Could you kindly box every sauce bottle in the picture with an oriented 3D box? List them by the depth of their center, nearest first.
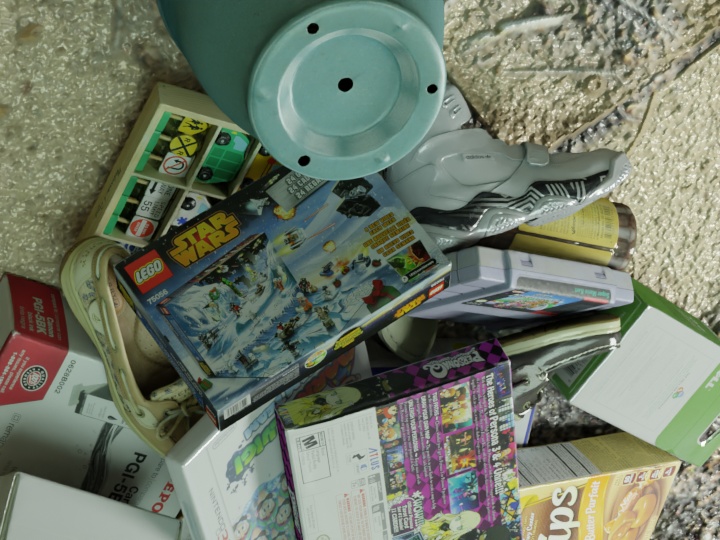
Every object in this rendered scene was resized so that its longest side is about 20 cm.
[{"bbox_3d":[0.118,-0.041,1.589,0.199,0.065,0.065,12,120,-23],"label":"sauce bottle"}]

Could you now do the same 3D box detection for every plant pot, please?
[{"bbox_3d":[-0.028,-0.163,1.383,0.198,0.188,0.201,-8,127,-11],"label":"plant pot"}]

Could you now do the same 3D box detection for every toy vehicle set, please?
[{"bbox_3d":[-0.131,-0.044,1.514,0.123,0.027,0.201,13,130,-24],"label":"toy vehicle set"}]

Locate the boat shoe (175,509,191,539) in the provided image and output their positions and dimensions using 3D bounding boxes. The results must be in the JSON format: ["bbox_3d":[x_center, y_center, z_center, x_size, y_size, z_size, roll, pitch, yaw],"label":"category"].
[{"bbox_3d":[-0.114,0.197,1.665,0.199,0.071,0.069,-33,115,21],"label":"boat shoe"}]

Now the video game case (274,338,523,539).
[{"bbox_3d":[0.033,0.160,1.567,0.180,0.036,0.201,-17,130,-10],"label":"video game case"}]

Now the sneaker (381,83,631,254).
[{"bbox_3d":[0.101,-0.086,1.518,0.199,0.075,0.116,-18,85,-16],"label":"sneaker"}]

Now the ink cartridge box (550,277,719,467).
[{"bbox_3d":[0.247,0.084,1.700,0.199,0.059,0.104,27,106,-43],"label":"ink cartridge box"}]

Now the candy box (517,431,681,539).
[{"bbox_3d":[0.171,0.206,1.744,0.199,0.055,0.116,-6,125,-37],"label":"candy box"}]

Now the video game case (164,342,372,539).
[{"bbox_3d":[-0.059,0.138,1.555,0.200,0.024,0.183,-45,143,-29],"label":"video game case"}]

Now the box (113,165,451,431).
[{"bbox_3d":[-0.055,0.004,1.434,0.199,0.137,0.040,-31,157,-16],"label":"box"}]

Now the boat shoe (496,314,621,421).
[{"bbox_3d":[0.114,0.087,1.609,0.199,0.072,0.067,-17,90,4],"label":"boat shoe"}]

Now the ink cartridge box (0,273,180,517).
[{"bbox_3d":[-0.212,0.109,1.584,0.199,0.083,0.147,19,116,-26],"label":"ink cartridge box"}]

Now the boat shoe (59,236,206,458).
[{"bbox_3d":[-0.152,0.067,1.498,0.073,0.063,0.201,-41,112,-22],"label":"boat shoe"}]

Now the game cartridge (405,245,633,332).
[{"bbox_3d":[0.106,0.017,1.560,0.129,0.039,0.199,-10,168,41],"label":"game cartridge"}]

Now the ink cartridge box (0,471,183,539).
[{"bbox_3d":[-0.247,0.222,1.557,0.145,0.088,0.200,20,160,-27],"label":"ink cartridge box"}]

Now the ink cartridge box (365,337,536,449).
[{"bbox_3d":[0.039,0.146,1.710,0.198,0.047,0.199,0,123,-18],"label":"ink cartridge box"}]

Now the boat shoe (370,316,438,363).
[{"bbox_3d":[0.000,0.000,1.587,0.072,0.060,0.202,-61,141,-26],"label":"boat shoe"}]
